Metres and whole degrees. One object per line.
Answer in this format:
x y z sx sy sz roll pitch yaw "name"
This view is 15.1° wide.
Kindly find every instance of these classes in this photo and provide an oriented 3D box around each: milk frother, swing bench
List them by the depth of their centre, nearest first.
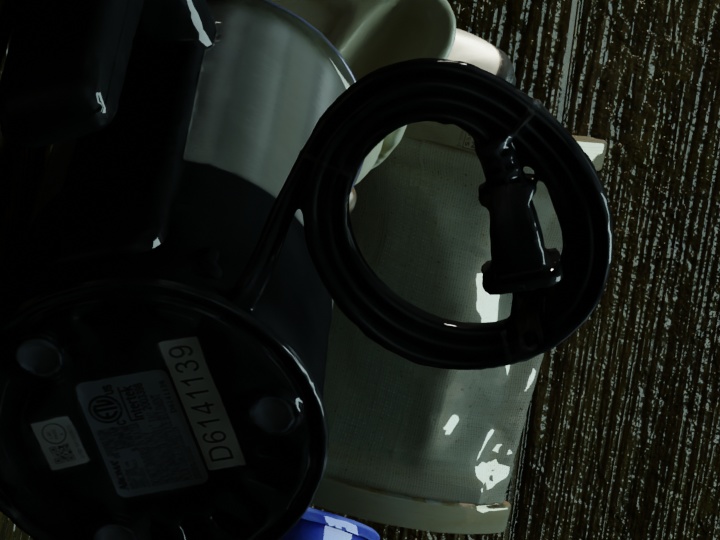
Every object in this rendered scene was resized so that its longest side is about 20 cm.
-0.019 -0.023 0.900 0.188 0.199 0.181 -83 176 -55 "milk frother"
0.000 0.000 1.341 0.200 0.129 0.200 33 -67 57 "swing bench"

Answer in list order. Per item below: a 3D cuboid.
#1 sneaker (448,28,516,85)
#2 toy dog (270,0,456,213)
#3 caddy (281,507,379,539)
-0.006 -0.133 1.584 0.080 0.199 0.074 79 30 -58 "sneaker"
-0.044 -0.063 1.177 0.200 0.139 0.195 84 26 -87 "toy dog"
-0.063 0.159 1.492 0.200 0.141 0.105 96 6 -78 "caddy"
